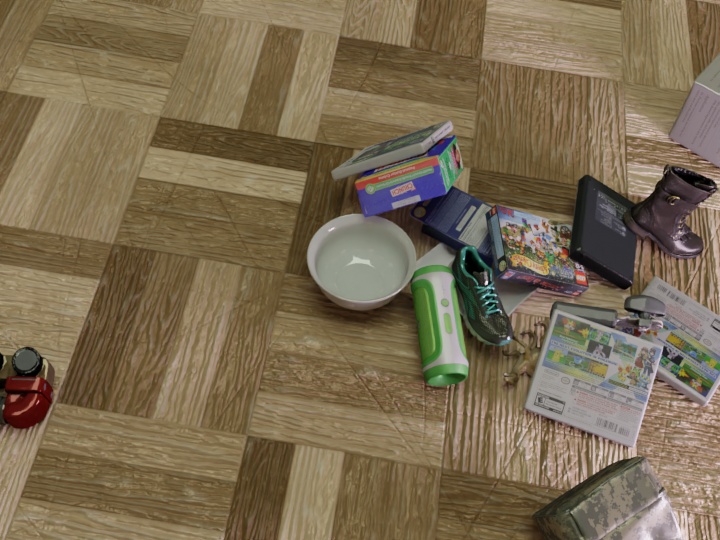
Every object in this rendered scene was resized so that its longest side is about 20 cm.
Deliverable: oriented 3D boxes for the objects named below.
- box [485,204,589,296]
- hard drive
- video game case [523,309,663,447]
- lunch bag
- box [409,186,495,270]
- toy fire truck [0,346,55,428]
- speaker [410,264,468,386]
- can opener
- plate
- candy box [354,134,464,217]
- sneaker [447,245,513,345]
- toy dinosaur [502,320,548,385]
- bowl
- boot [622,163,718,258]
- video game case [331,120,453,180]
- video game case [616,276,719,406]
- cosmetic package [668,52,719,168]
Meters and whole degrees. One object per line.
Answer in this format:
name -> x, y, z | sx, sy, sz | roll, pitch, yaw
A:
box -> 0.330, -0.036, 1.732 | 0.198, 0.038, 0.138 | 12, 57, -29
hard drive -> 0.476, -0.077, 1.804 | 0.139, 0.033, 0.202 | 29, 51, -15
video game case -> 0.403, 0.186, 1.608 | 0.198, 0.022, 0.184 | 19, 81, 6
lunch bag -> 0.387, 0.407, 1.431 | 0.198, 0.140, 0.169 | -27, 78, -18
box -> 0.202, -0.091, 1.785 | 0.199, 0.033, 0.121 | 29, 55, 14
toy fire truck -> -0.597, 0.225, 1.485 | 0.173, 0.129, 0.203 | 3, 67, -4
speaker -> 0.138, 0.096, 1.638 | 0.087, 0.089, 0.202 | -3, 66, -8
can opener -> 0.443, 0.072, 1.664 | 0.197, 0.053, 0.068 | 9, 74, 10
plate -> 0.225, 0.011, 1.754 | 0.199, 0.032, 0.199 | 40, 61, 22
candy box -> 0.096, -0.181, 1.753 | 0.167, 0.078, 0.200 | -14, 16, 20
sneaker -> 0.213, 0.041, 1.656 | 0.077, 0.092, 0.201 | -19, 59, -16
toy dinosaur -> 0.327, 0.147, 1.667 | 0.198, 0.058, 0.102 | -17, 74, -16
bowl -> 0.000, 0.000, 1.702 | 0.198, 0.091, 0.203 | 2, 54, -3
boot -> 0.620, -0.112, 1.773 | 0.198, 0.174, 0.070 | 22, 52, -14
video game case -> 0.063, -0.233, 1.787 | 0.198, 0.024, 0.182 | -14, 16, 28
video game case -> 0.584, 0.126, 1.705 | 0.199, 0.022, 0.182 | 35, 59, 17
cosmetic package -> 0.797, -0.331, 1.962 | 0.199, 0.168, 0.166 | 37, 59, 18
